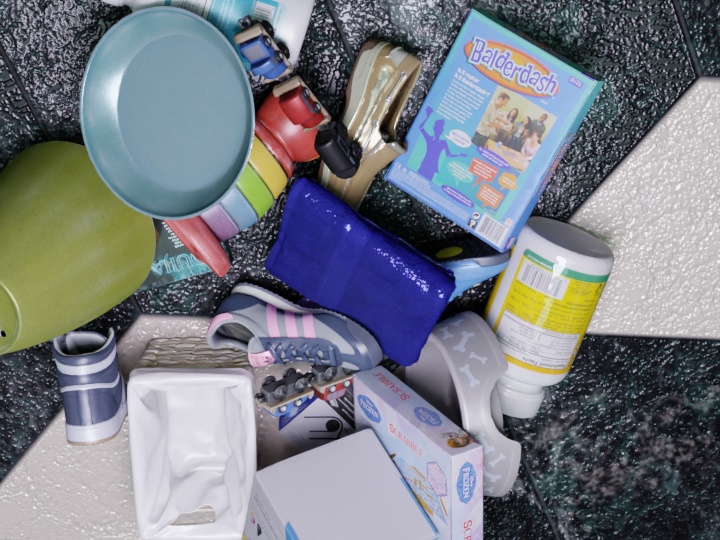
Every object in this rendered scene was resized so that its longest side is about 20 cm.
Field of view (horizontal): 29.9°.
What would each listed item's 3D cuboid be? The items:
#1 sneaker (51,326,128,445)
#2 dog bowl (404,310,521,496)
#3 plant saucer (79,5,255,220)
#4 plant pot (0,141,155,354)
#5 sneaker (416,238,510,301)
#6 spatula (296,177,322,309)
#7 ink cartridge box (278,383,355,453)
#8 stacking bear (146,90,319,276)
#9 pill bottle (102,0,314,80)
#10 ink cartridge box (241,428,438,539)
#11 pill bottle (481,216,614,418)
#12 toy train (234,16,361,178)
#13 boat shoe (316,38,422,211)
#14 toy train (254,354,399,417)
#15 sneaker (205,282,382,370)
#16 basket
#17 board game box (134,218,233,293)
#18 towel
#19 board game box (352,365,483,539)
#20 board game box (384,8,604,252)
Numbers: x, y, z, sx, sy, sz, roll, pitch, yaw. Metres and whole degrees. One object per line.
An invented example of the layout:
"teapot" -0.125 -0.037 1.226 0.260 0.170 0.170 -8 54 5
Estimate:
"sneaker" -0.282 0.105 1.426 0.069 0.200 0.110 -7 101 -5
"dog bowl" 0.104 0.147 1.444 0.058 0.200 0.202 -8 113 -19
"plant saucer" -0.179 -0.150 1.288 0.198 0.036 0.202 5 101 26
"plant pot" -0.327 -0.003 1.328 0.185 0.200 0.189 8 118 15
"sneaker" 0.072 0.019 1.456 0.198 0.066 0.079 -13 107 18
"spatula" -0.050 -0.005 1.479 0.056 0.021 0.202 -5 111 2
"ink cartridge box" 0.007 0.211 1.552 0.094 0.044 0.200 -40 108 14
"stacking bear" -0.115 -0.108 1.378 0.200 0.121 0.114 -43 112 -8
"pill bottle" -0.149 -0.268 1.326 0.198 0.111 0.112 18 110 -8
"ink cartridge box" -0.031 0.302 1.434 0.145 0.147 0.201 -17 144 -26
"pill bottle" 0.190 0.054 1.461 0.112 0.113 0.201 17 109 -8
"toy train" -0.059 -0.163 1.300 0.034 0.046 0.200 -19 129 27
"boat shoe" 0.012 -0.133 1.392 0.076 0.072 0.201 24 112 20
"toy train" -0.033 0.118 1.468 0.199 0.034 0.046 -17 123 -36
"sneaker" -0.074 0.080 1.432 0.199 0.082 0.071 15 139 29
"basket" -0.180 0.182 1.492 0.134 0.124 0.202 0 111 -1
"board game box" -0.251 -0.042 1.453 0.198 0.028 0.136 -15 111 3
"towel" 0.000 0.000 1.397 0.199 0.050 0.148 36 141 9
"board game box" 0.060 0.232 1.431 0.041 0.200 0.201 -15 119 -26
"board game box" 0.136 -0.144 1.388 0.152 0.045 0.201 33 109 14
